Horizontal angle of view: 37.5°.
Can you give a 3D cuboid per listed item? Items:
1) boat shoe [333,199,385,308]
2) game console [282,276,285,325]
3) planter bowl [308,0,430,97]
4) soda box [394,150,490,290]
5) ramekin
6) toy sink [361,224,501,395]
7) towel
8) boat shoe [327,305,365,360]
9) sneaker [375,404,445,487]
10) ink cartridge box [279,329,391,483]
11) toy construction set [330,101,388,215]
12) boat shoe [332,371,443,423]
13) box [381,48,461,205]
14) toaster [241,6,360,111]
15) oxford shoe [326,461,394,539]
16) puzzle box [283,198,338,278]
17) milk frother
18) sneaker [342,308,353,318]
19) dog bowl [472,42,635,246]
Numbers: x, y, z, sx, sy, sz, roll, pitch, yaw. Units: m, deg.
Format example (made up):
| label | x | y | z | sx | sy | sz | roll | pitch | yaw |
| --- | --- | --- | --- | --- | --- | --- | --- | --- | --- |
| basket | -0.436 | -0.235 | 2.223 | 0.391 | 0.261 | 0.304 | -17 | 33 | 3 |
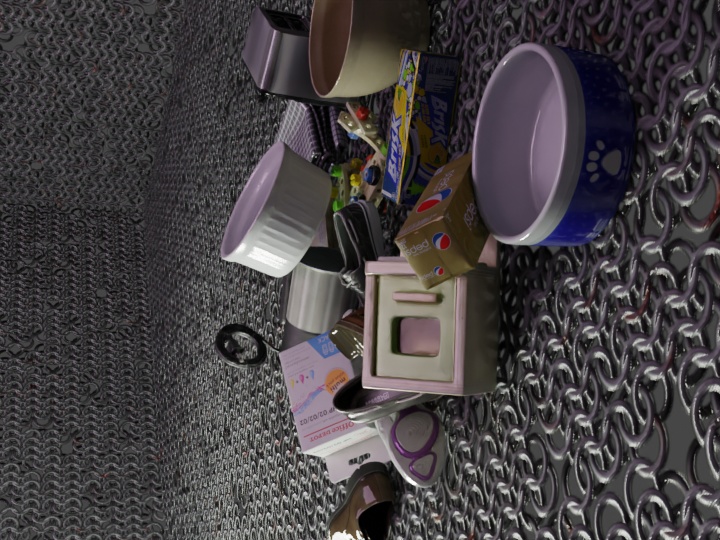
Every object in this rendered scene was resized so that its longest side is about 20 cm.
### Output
| label | x | y | z | sx | sy | sz | roll | pitch | yaw |
| --- | --- | --- | --- | --- | --- | --- | --- | --- | --- |
| boat shoe | 0.000 | 0.000 | 1.550 | 0.072 | 0.071 | 0.201 | -6 | 97 | 62 |
| game console | -0.107 | 0.015 | 1.979 | 0.200 | 0.031 | 0.178 | 118 | 153 | -50 |
| planter bowl | 0.018 | -0.341 | 1.511 | 0.200 | 0.134 | 0.202 | -177 | 90 | -71 |
| soda box | 0.103 | -0.060 | 1.159 | 0.064 | 0.068 | 0.200 | -26 | 16 | 28 |
| ramekin | -0.126 | -0.088 | 1.631 | 0.201 | 0.097 | 0.201 | -52 | 21 | 31 |
| toy sink | 0.082 | 0.038 | 1.221 | 0.130 | 0.112 | 0.201 | 2 | 88 | 28 |
| towel | -0.095 | -0.210 | 1.888 | 0.200 | 0.085 | 0.166 | 117 | 149 | -49 |
| boat shoe | 0.007 | 0.077 | 1.447 | 0.072 | 0.068 | 0.200 | 50 | 167 | -9 |
| sneaker | 0.064 | 0.212 | 1.398 | 0.200 | 0.074 | 0.100 | -112 | 10 | -48 |
| ink cartridge box | -0.036 | 0.198 | 1.560 | 0.115 | 0.068 | 0.201 | -25 | 66 | 21 |
| toy construction set | 0.006 | -0.155 | 1.599 | 0.201 | 0.092 | 0.132 | 100 | 163 | -52 |
| boat shoe | 0.052 | 0.136 | 1.318 | 0.199 | 0.057 | 0.067 | -31 | 60 | 26 |
| box | 0.080 | -0.189 | 1.416 | 0.070 | 0.064 | 0.201 | -141 | 57 | -66 |
| toaster | -0.091 | -0.348 | 1.755 | 0.200 | 0.180 | 0.119 | -118 | 37 | -57 |
| oxford shoe | -0.001 | 0.378 | 1.547 | 0.085 | 0.072 | 0.201 | -116 | 33 | -46 |
| puzzle box | -0.089 | -0.048 | 1.811 | 0.133 | 0.025 | 0.201 | 3 | 100 | 48 |
| milk frother | -0.115 | 0.063 | 1.697 | 0.180 | 0.199 | 0.189 | 24 | 113 | 38 |
| sneaker | -0.037 | 0.158 | 1.643 | 0.075 | 0.099 | 0.201 | -146 | 62 | -70 |
| dog bowl | 0.189 | -0.125 | 1.072 | 0.200 | 0.078 | 0.202 | -177 | 90 | -71 |
